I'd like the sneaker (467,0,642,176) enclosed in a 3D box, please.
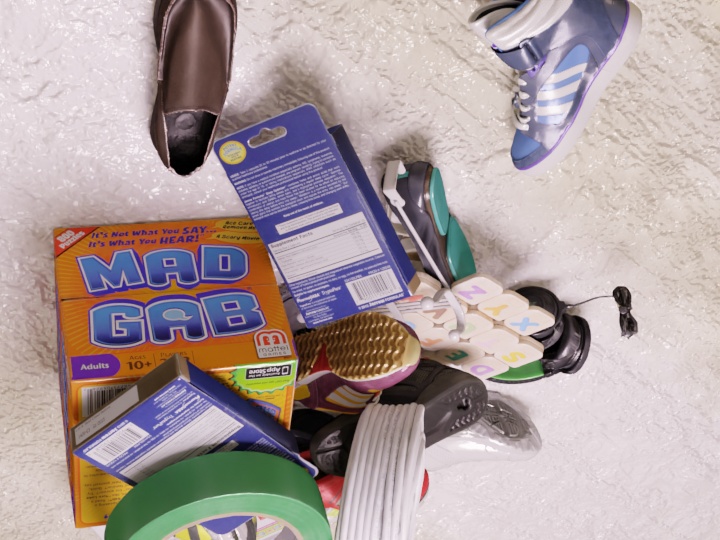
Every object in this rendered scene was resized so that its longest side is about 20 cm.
[{"bbox_3d":[0.147,-0.187,1.237,0.146,0.081,0.200,17,127,-21],"label":"sneaker"}]

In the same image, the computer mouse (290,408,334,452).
[{"bbox_3d":[-0.047,0.195,1.524,0.199,0.046,0.140,22,152,-34],"label":"computer mouse"}]

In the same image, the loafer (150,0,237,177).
[{"bbox_3d":[-0.138,-0.163,1.160,0.072,0.071,0.201,-4,132,-15],"label":"loafer"}]

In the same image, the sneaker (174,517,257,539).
[{"bbox_3d":[-0.173,0.250,1.421,0.084,0.075,0.201,-12,133,19],"label":"sneaker"}]

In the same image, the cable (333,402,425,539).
[{"bbox_3d":[0.018,0.223,1.285,0.069,0.201,0.200,9,160,6],"label":"cable"}]

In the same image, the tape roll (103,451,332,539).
[{"bbox_3d":[-0.126,0.242,1.209,0.199,0.048,0.201,-10,135,-10],"label":"tape roll"}]

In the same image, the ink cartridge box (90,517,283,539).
[{"bbox_3d":[-0.185,0.254,1.515,0.199,0.084,0.176,-23,133,3],"label":"ink cartridge box"}]

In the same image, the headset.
[{"bbox_3d":[0.208,0.075,1.478,0.199,0.094,0.123,-31,135,26],"label":"headset"}]

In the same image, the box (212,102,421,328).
[{"bbox_3d":[-0.040,-0.052,1.236,0.121,0.032,0.201,-17,111,30],"label":"box"}]

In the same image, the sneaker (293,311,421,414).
[{"bbox_3d":[0.002,0.094,1.315,0.090,0.075,0.199,31,153,-34],"label":"sneaker"}]

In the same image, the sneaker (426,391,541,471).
[{"bbox_3d":[0.112,0.193,1.578,0.199,0.078,0.100,12,133,-16],"label":"sneaker"}]

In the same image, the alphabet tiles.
[{"bbox_3d":[0.095,0.061,1.422,0.199,0.015,0.195,30,143,-33],"label":"alphabet tiles"}]

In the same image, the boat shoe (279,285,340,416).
[{"bbox_3d":[-0.049,0.103,1.436,0.073,0.067,0.200,-23,134,4],"label":"boat shoe"}]

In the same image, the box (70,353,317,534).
[{"bbox_3d":[-0.141,0.158,1.189,0.121,0.033,0.200,-35,133,14],"label":"box"}]

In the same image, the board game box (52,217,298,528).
[{"bbox_3d":[-0.182,0.093,1.289,0.199,0.200,0.201,-4,132,-15],"label":"board game box"}]

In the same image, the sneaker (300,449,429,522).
[{"bbox_3d":[-0.014,0.221,1.440,0.199,0.077,0.085,-1,125,-20],"label":"sneaker"}]

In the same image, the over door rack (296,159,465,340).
[{"bbox_3d":[0.000,0.000,1.300,0.147,0.067,0.201,-7,128,26],"label":"over door rack"}]

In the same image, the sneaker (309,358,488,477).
[{"bbox_3d":[0.024,0.150,1.428,0.199,0.114,0.077,-24,114,-21],"label":"sneaker"}]

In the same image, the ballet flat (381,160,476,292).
[{"bbox_3d":[0.065,-0.038,1.353,0.073,0.073,0.200,-23,141,3],"label":"ballet flat"}]
